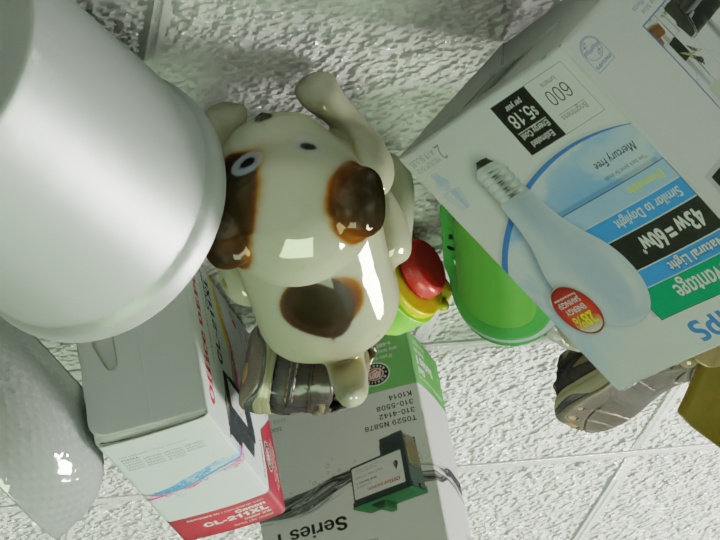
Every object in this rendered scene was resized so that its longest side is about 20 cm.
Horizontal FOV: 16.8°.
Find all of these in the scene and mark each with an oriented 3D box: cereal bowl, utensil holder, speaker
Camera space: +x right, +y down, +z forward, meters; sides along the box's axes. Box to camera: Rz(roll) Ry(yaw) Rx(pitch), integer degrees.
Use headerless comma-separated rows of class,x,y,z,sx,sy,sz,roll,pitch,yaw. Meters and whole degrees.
cereal bowl,-0.240,0.081,1.633,0.083,0.200,0.200,-44,153,-7
utensil holder,-0.194,-0.072,1.346,0.170,0.170,0.200,-20,150,19
speaker,0.100,-0.023,1.642,0.088,0.089,0.200,-10,153,-1

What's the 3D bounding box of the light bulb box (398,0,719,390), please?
light bulb box,0.165,-0.060,1.404,0.200,0.125,0.198,46,150,-7

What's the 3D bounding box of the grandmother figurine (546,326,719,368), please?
grandmother figurine,0.188,0.033,1.751,0.061,0.121,0.200,-43,-169,-17

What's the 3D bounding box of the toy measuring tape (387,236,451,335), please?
toy measuring tape,0.000,0.000,1.666,0.073,0.074,0.200,-27,149,30

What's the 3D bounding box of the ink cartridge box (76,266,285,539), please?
ink cartridge box,-0.126,0.083,1.695,0.083,0.146,0.200,-15,153,7

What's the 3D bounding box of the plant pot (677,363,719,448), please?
plant pot,0.379,0.048,1.734,0.195,0.194,0.200,-12,127,-39

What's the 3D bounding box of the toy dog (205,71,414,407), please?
toy dog,-0.042,-0.023,1.480,0.139,0.194,0.200,-3,163,5

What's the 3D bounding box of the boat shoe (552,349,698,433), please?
boat shoe,0.225,0.049,1.844,0.200,0.073,0.074,-29,143,22

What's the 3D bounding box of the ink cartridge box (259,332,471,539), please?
ink cartridge box,-0.002,0.165,1.842,0.146,0.200,0.084,-17,153,11

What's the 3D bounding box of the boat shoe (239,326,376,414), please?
boat shoe,-0.029,0.072,1.700,0.073,0.075,0.200,11,-172,10
